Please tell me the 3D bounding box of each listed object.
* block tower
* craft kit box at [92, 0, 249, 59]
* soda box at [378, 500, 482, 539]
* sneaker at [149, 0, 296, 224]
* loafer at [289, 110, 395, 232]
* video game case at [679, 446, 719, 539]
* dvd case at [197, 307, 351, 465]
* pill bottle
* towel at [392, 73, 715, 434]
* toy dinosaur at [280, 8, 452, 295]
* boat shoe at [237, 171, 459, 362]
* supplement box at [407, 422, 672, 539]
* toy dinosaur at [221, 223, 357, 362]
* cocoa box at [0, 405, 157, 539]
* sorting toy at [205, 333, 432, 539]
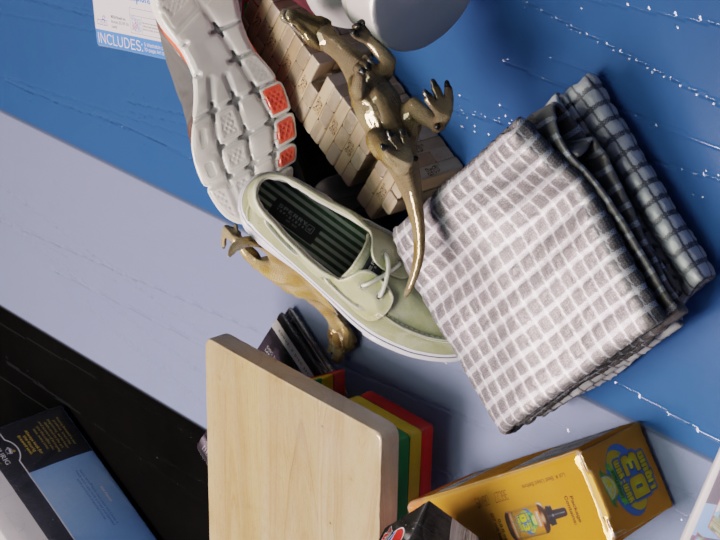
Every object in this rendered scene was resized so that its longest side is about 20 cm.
[{"bbox_3d":[-0.013,-0.125,1.578,0.200,0.058,0.054,55,140,21],"label":"block tower"},{"bbox_3d":[-0.140,-0.258,1.690,0.199,0.048,0.199,17,121,47],"label":"craft kit box"},{"bbox_3d":[0.095,0.245,1.514,0.200,0.071,0.063,37,144,-11],"label":"soda box"},{"bbox_3d":[-0.098,-0.133,1.599,0.082,0.077,0.201,-159,54,-78],"label":"sneaker"},{"bbox_3d":[-0.017,-0.048,1.605,0.201,0.068,0.070,61,148,17],"label":"loafer"},{"bbox_3d":[0.270,0.218,1.400,0.182,0.023,0.201,44,137,31],"label":"video game case"},{"bbox_3d":[-0.055,0.145,1.782,0.149,0.016,0.200,55,140,20],"label":"dvd case"},{"bbox_3d":[-0.020,-0.231,1.491,0.200,0.114,0.115,37,132,37],"label":"pill bottle"},{"bbox_3d":[0.117,-0.004,1.443,0.166,0.085,0.200,61,142,12],"label":"towel"},{"bbox_3d":[0.021,-0.088,1.423,0.201,0.058,0.101,64,162,-5],"label":"toy dinosaur"},{"bbox_3d":[0.000,0.000,1.541,0.199,0.072,0.062,31,175,-2],"label":"boat shoe"},{"bbox_3d":[0.119,0.161,1.529,0.200,0.069,0.067,-24,87,55],"label":"supplement box"},{"bbox_3d":[-0.053,-0.007,1.638,0.101,0.058,0.200,46,179,37],"label":"toy dinosaur"},{"bbox_3d":[-0.284,0.249,2.022,0.200,0.131,0.134,50,139,25],"label":"cocoa box"},{"bbox_3d":[-0.028,0.164,1.687,0.198,0.069,0.201,26,125,42],"label":"sorting toy"}]
